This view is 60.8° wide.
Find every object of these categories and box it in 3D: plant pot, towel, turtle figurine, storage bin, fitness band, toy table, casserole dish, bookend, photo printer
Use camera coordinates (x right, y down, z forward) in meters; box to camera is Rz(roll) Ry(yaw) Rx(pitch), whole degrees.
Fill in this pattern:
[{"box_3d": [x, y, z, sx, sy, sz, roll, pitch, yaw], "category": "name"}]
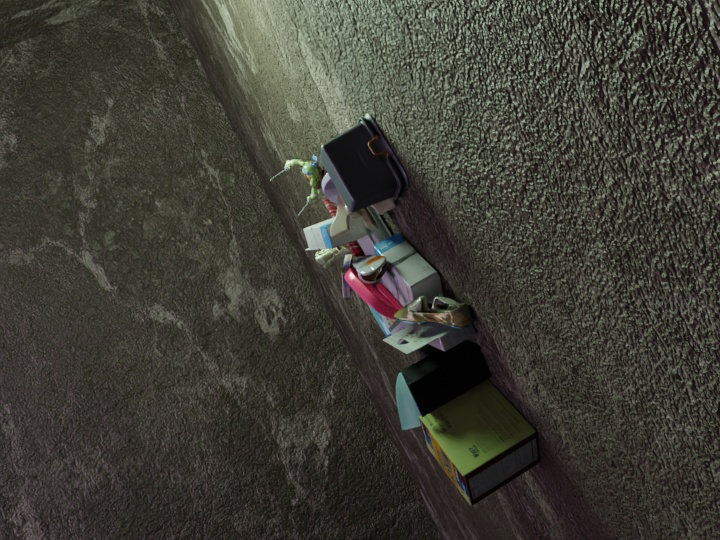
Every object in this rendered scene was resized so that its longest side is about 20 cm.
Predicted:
[{"box_3d": [0.194, 0.359, 1.798, 0.201, 0.200, 0.161, 112, 143, -75], "category": "plant pot"}, {"box_3d": [-0.027, -0.127, 1.862, 0.145, 0.022, 0.200, -3, -120, -60], "category": "towel"}, {"box_3d": [-0.193, -0.295, 2.033, 0.144, 0.200, 0.194, 29, -173, 8], "category": "turtle figurine"}, {"box_3d": [0.002, -0.239, 1.416, 0.200, 0.134, 0.146, 60, 168, 10], "category": "storage bin"}, {"box_3d": [0.038, 0.063, 1.613, 0.200, 0.037, 0.144, 44, -166, 36], "category": "fitness band"}, {"box_3d": [-0.013, -0.173, 1.552, 0.200, 0.184, 0.117, 10, -126, -59], "category": "toy table"}, {"box_3d": [0.086, 0.149, 1.961, 0.121, 0.039, 0.200, 11, -136, -56], "category": "casserole dish"}, {"box_3d": [0.188, 0.253, 1.546, 0.092, 0.200, 0.199, 65, 167, -12], "category": "bookend"}, {"box_3d": [0.029, -0.105, 1.746, 0.200, 0.069, 0.166, 60, 168, 14], "category": "photo printer"}]

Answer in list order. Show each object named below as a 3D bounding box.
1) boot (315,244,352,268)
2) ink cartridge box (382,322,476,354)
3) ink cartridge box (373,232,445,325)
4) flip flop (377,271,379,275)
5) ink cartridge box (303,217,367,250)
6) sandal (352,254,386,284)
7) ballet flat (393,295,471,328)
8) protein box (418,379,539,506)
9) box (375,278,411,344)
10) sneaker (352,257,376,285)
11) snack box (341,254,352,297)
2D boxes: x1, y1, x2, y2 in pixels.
[{"box_3d": [-0.075, -0.066, 1.928, 0.072, 0.155, 0.200, 64, -167, 8], "category": "boot"}, {"box_3d": [0.165, 0.164, 1.506, 0.044, 0.173, 0.200, 64, 168, -9], "category": "ink cartridge box"}, {"box_3d": [0.125, 0.020, 1.581, 0.200, 0.086, 0.147, 52, 164, 48], "category": "ink cartridge box"}, {"box_3d": [0.070, 0.057, 1.955, 0.200, 0.058, 0.081, 61, 173, -8], "category": "flip flop"}, {"box_3d": [-0.081, -0.106, 1.714, 0.200, 0.116, 0.067, 0, 111, 62], "category": "ink cartridge box"}, {"box_3d": [0.030, -0.001, 1.574, 0.207, 0.079, 0.059, -137, 23, -79], "category": "sandal"}, {"box_3d": [0.167, 0.091, 1.444, 0.200, 0.071, 0.071, 5, 129, 35], "category": "ballet flat"}, {"box_3d": [0.283, 0.406, 1.471, 0.199, 0.200, 0.135, 49, 162, 49], "category": "protein box"}, {"box_3d": [0.107, 0.105, 1.834, 0.200, 0.041, 0.156, 61, 147, 16], "category": "box"}, {"box_3d": [0.000, 0.000, 1.787, 0.200, 0.075, 0.088, 92, 161, -72], "category": "sneaker"}, {"box_3d": [-0.037, 0.013, 1.806, 0.200, 0.024, 0.072, -84, -8, -73], "category": "snack box"}]
